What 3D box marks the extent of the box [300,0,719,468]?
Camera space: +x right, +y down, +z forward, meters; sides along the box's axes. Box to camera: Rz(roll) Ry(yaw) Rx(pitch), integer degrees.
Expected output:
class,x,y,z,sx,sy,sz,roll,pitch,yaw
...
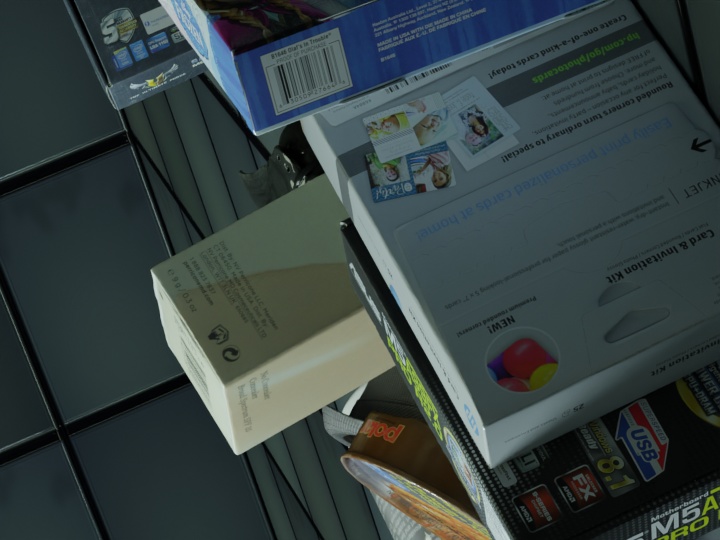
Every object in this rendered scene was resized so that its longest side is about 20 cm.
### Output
class,x,y,z,sx,sy,sz,roll,pitch,yaw
box,0.080,-0.033,1.029,0.201,0.155,0.041,60,171,34

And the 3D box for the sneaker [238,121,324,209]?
class,x,y,z,sx,sy,sz,roll,pitch,yaw
sneaker,-0.018,-0.052,1.422,0.105,0.060,0.200,63,160,10

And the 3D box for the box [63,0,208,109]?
class,x,y,z,sx,sy,sz,roll,pitch,yaw
box,-0.092,-0.211,1.441,0.051,0.199,0.159,85,161,-76

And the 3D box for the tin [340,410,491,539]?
class,x,y,z,sx,sy,sz,roll,pitch,yaw
tin,0.077,0.140,1.315,0.200,0.042,0.112,37,170,-26

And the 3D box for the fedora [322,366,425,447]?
class,x,y,z,sx,sy,sz,roll,pitch,yaw
fedora,0.070,0.084,1.455,0.200,0.176,0.091,-2,68,70

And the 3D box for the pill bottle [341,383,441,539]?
class,x,y,z,sx,sy,sz,roll,pitch,yaw
pill bottle,0.074,0.163,1.641,0.114,0.113,0.201,85,161,-61

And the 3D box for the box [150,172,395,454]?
class,x,y,z,sx,sy,sz,roll,pitch,yaw
box,0.000,0.000,1.214,0.078,0.199,0.095,56,168,24

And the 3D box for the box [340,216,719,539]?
class,x,y,z,sx,sy,sz,roll,pitch,yaw
box,0.101,0.030,1.039,0.044,0.159,0.201,77,167,-54

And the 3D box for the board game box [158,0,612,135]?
class,x,y,z,sx,sy,sz,roll,pitch,yaw
board game box,0.011,-0.148,1.004,0.199,0.199,0.044,-128,20,-55
